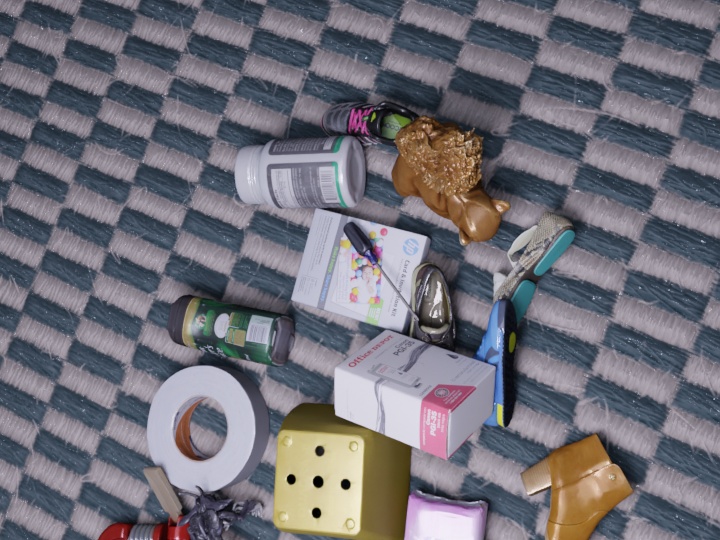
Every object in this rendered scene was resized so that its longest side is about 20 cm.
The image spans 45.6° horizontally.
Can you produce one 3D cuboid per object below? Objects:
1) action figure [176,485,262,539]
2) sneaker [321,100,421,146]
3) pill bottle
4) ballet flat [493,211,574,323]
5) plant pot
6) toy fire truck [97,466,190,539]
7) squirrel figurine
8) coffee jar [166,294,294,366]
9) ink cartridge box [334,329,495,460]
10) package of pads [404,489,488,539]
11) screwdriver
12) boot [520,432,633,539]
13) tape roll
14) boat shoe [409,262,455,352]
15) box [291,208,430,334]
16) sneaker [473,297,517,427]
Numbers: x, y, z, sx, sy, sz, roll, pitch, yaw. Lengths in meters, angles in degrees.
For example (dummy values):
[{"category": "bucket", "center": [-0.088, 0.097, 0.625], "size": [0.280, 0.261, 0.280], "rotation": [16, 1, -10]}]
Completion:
[{"category": "action figure", "center": [-0.214, 0.421, 1.365], "size": [0.117, 0.102, 0.203], "rotation": [-26, 94, 16]}, {"category": "sneaker", "center": [0.023, -0.240, 1.390], "size": [0.195, 0.087, 0.076], "rotation": [13, 86, 17]}, {"category": "pill bottle", "center": [-0.098, -0.159, 1.399], "size": [0.195, 0.113, 0.116], "rotation": [1, 83, 19]}, {"category": "ballet flat", "center": [0.248, 0.000, 1.309], "size": [0.075, 0.067, 0.202], "rotation": [38, 100, 37]}, {"category": "plant pot", "center": [-0.036, 0.309, 1.289], "size": [0.195, 0.176, 0.206], "rotation": [1, 83, 15]}, {"category": "toy fire truck", "center": [-0.351, 0.431, 1.401], "size": [0.172, 0.129, 0.205], "rotation": [-3, 70, 16]}, {"category": "squirrel figurine", "center": [0.136, -0.131, 1.284], "size": [0.140, 0.200, 0.188], "rotation": [-33, 63, 2]}, {"category": "coffee jar", "center": [-0.214, 0.098, 1.405], "size": [0.195, 0.104, 0.087], "rotation": [10, 83, 18]}, {"category": "ink cartridge box", "center": [0.077, 0.174, 1.242], "size": [0.197, 0.146, 0.085], "rotation": [16, 119, 32]}, {"category": "package of pads", "center": [0.122, 0.439, 1.279], "size": [0.118, 0.076, 0.205], "rotation": [5, 84, 18]}, {"category": "screwdriver", "center": [0.032, 0.003, 1.337], "size": [0.202, 0.027, 0.029], "rotation": [57, 143, 20]}, {"category": "boot", "center": [0.329, 0.351, 1.233], "size": [0.142, 0.071, 0.205], "rotation": [-26, 72, 14]}, {"category": "tape roll", "center": [-0.252, 0.259, 1.415], "size": [0.195, 0.066, 0.206], "rotation": [-2, 81, 15]}, {"category": "boat shoe", "center": [0.109, 0.091, 1.318], "size": [0.071, 0.065, 0.205], "rotation": [-8, 93, -2]}, {"category": "box", "center": [0.000, 0.000, 1.390], "size": [0.196, 0.041, 0.160], "rotation": [15, 87, 16]}, {"category": "sneaker", "center": [0.189, 0.137, 1.276], "size": [0.077, 0.066, 0.205], "rotation": [11, 113, 29]}]
